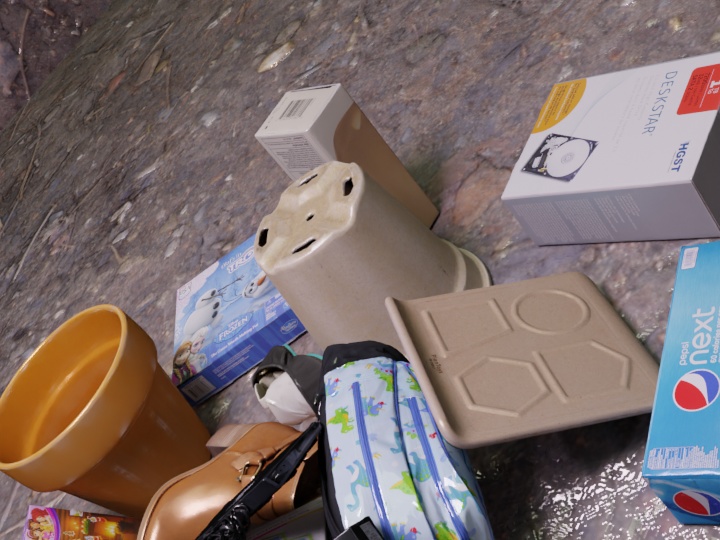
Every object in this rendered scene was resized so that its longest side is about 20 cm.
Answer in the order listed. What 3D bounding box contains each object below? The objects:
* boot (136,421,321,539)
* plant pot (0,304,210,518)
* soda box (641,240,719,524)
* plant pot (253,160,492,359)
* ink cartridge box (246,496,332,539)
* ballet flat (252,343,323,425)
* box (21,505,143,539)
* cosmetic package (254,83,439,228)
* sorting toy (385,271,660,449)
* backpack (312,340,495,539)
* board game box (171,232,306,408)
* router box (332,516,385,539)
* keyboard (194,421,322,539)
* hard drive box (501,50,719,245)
[{"bbox_3d":[-0.115,0.223,0.916,0.153,0.074,0.201,-2,44,40],"label":"boot"},{"bbox_3d":[-0.266,0.172,1.050,0.198,0.183,0.202,-28,36,22],"label":"plant pot"},{"bbox_3d":[0.257,0.074,0.688,0.064,0.068,0.202,-11,45,41],"label":"soda box"},{"bbox_3d":[0.000,0.000,0.951,0.199,0.184,0.202,-28,35,22],"label":"plant pot"},{"bbox_3d":[-0.061,0.256,0.751,0.103,0.060,0.200,-26,8,1],"label":"ink cartridge box"},{"bbox_3d":[-0.065,0.121,0.972,0.068,0.068,0.200,-39,11,-15],"label":"ballet flat"},{"bbox_3d":[-0.260,0.317,0.923,0.201,0.135,0.039,-110,38,-55],"label":"box"},{"bbox_3d":[-0.012,-0.106,1.070,0.104,0.200,0.072,6,55,49],"label":"cosmetic package"},{"bbox_3d":[0.133,0.070,0.776,0.197,0.037,0.186,-5,32,-12],"label":"sorting toy"},{"bbox_3d":[0.030,0.171,0.742,0.151,0.165,0.201,-7,28,13],"label":"backpack"},{"bbox_3d":[-0.145,0.042,1.196,0.199,0.043,0.200,-34,32,15],"label":"board game box"},{"bbox_3d":[-0.029,0.281,0.615,0.200,0.062,0.150,-41,76,5],"label":"router box"},{"bbox_3d":[-0.089,0.199,0.778,0.104,0.040,0.200,-45,-3,-42],"label":"keyboard"},{"bbox_3d":[0.252,-0.109,0.897,0.198,0.077,0.157,-2,51,46],"label":"hard drive box"}]
